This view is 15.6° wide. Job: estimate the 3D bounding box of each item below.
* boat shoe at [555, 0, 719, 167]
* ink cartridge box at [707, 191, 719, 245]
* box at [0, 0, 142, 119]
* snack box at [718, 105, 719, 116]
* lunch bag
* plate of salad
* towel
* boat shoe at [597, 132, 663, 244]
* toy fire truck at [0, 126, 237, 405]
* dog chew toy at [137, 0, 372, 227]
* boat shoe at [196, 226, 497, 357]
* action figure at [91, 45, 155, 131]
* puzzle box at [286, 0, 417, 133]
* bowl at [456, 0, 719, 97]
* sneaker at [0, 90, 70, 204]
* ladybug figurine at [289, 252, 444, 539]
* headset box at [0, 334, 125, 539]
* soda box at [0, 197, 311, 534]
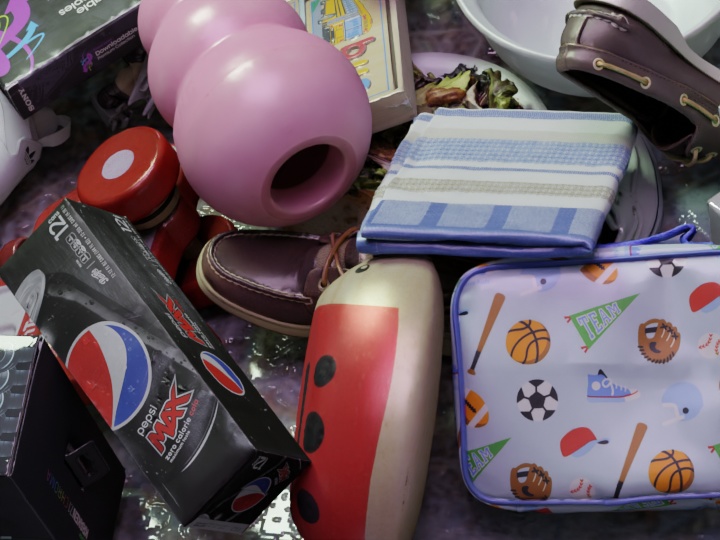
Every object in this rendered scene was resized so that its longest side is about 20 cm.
[{"bbox_3d":[0.194,-0.101,1.607,0.072,0.200,0.060,7,67,52],"label":"boat shoe"},{"bbox_3d":[0.327,-0.028,1.566,0.199,0.084,0.145,-34,51,-14],"label":"ink cartridge box"},{"bbox_3d":[-0.210,-0.196,1.774,0.143,0.036,0.200,-33,42,-7],"label":"box"},{"bbox_3d":[0.332,-0.107,1.530,0.168,0.068,0.200,28,60,31],"label":"snack box"},{"bbox_3d":[0.151,0.058,1.504,0.198,0.076,0.162,-3,84,8],"label":"lunch bag"},{"bbox_3d":[0.029,-0.075,1.704,0.199,0.048,0.201,-7,49,9],"label":"plate of salad"},{"bbox_3d":[0.085,-0.052,1.570,0.146,0.024,0.200,2,25,13],"label":"towel"},{"bbox_3d":[0.145,-0.026,1.620,0.073,0.067,0.201,1,51,14],"label":"boat shoe"},{"bbox_3d":[-0.173,0.008,1.655,0.167,0.112,0.201,-13,45,28],"label":"toy fire truck"},{"bbox_3d":[-0.076,-0.120,1.634,0.124,0.125,0.200,-28,53,-10],"label":"dog chew toy"},{"bbox_3d":[0.000,0.000,1.599,0.199,0.072,0.072,13,52,2],"label":"boat shoe"},{"bbox_3d":[-0.175,-0.166,1.807,0.199,0.069,0.131,12,65,30],"label":"action figure"},{"bbox_3d":[-0.032,-0.147,1.754,0.132,0.026,0.201,-19,38,11],"label":"puzzle box"},{"bbox_3d":[0.162,-0.181,1.730,0.200,0.091,0.202,-6,50,8],"label":"bowl"},{"bbox_3d":[-0.291,-0.109,1.796,0.200,0.075,0.115,35,64,29],"label":"sneaker"},{"bbox_3d":[0.001,0.085,1.507,0.071,0.136,0.201,9,75,-7],"label":"ladybug figurine"},{"bbox_3d":[-0.246,0.116,1.524,0.199,0.174,0.093,0,59,15],"label":"headset box"},{"bbox_3d":[-0.118,0.053,1.481,0.063,0.071,0.200,-46,64,13],"label":"soda box"}]
